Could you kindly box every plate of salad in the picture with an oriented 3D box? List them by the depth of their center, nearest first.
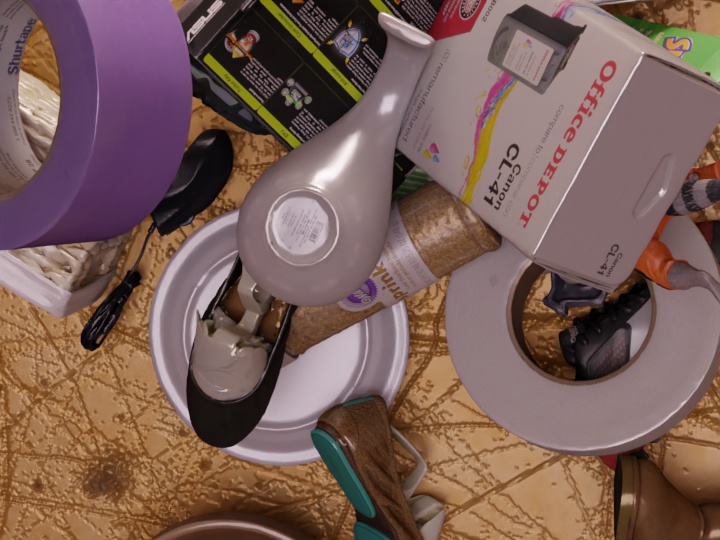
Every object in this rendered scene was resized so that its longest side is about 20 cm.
[{"bbox_3d":[-0.061,0.048,1.317,0.200,0.048,0.200,1,96,7],"label":"plate of salad"}]

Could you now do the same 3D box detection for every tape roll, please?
[{"bbox_3d":[-0.208,-0.115,1.120,0.200,0.085,0.200,5,99,38],"label":"tape roll"},{"bbox_3d":[0.158,0.031,1.231,0.203,0.037,0.203,-5,76,19],"label":"tape roll"}]

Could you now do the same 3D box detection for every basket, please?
[{"bbox_3d":[-0.257,-0.073,1.283,0.200,0.136,0.123,34,98,1],"label":"basket"}]

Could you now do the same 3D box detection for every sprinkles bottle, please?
[{"bbox_3d":[0.000,0.000,1.240,0.200,0.068,0.068,-29,95,13],"label":"sprinkles bottle"}]

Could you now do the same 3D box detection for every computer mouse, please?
[{"bbox_3d":[-0.151,-0.019,1.314,0.034,0.059,0.200,33,104,3],"label":"computer mouse"}]

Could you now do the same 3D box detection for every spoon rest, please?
[{"bbox_3d":[-0.009,-0.069,1.134,0.099,0.061,0.200,31,101,9],"label":"spoon rest"}]

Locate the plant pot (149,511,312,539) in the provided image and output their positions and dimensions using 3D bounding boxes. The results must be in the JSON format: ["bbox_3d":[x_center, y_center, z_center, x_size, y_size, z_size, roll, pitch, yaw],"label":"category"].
[{"bbox_3d":[-0.093,0.275,1.338,0.201,0.093,0.201,1,99,7],"label":"plant pot"}]

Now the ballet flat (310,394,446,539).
[{"bbox_3d":[0.024,0.174,1.311,0.072,0.068,0.200,-34,120,-23],"label":"ballet flat"}]

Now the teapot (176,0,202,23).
[{"bbox_3d":[-0.027,-0.253,1.213,0.197,0.146,0.200,6,101,7],"label":"teapot"}]

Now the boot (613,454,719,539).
[{"bbox_3d":[0.283,0.178,1.247,0.200,0.175,0.066,-1,65,10],"label":"boot"}]

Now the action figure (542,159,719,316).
[{"bbox_3d":[0.184,-0.067,1.163,0.193,0.105,0.200,11,76,37],"label":"action figure"}]

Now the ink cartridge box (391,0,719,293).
[{"bbox_3d":[0.116,-0.101,1.108,0.086,0.200,0.148,18,107,-36],"label":"ink cartridge box"}]

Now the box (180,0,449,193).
[{"bbox_3d":[0.005,-0.161,1.165,0.193,0.048,0.200,-46,131,2],"label":"box"}]

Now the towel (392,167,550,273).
[{"bbox_3d":[0.075,-0.075,1.292,0.200,0.023,0.153,1,100,6],"label":"towel"}]

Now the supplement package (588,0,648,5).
[{"bbox_3d":[0.243,-0.268,1.191,0.200,0.111,0.156,-5,99,8],"label":"supplement package"}]

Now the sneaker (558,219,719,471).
[{"bbox_3d":[0.201,0.045,1.269,0.098,0.071,0.201,27,103,0],"label":"sneaker"}]

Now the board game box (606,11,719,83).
[{"bbox_3d":[0.167,-0.131,1.180,0.096,0.200,0.030,-46,124,-14],"label":"board game box"}]

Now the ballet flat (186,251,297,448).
[{"bbox_3d":[-0.079,0.027,1.190,0.068,0.068,0.200,22,94,17],"label":"ballet flat"}]

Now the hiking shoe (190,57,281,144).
[{"bbox_3d":[-0.057,-0.136,1.220,0.200,0.074,0.087,27,96,-39],"label":"hiking shoe"}]
